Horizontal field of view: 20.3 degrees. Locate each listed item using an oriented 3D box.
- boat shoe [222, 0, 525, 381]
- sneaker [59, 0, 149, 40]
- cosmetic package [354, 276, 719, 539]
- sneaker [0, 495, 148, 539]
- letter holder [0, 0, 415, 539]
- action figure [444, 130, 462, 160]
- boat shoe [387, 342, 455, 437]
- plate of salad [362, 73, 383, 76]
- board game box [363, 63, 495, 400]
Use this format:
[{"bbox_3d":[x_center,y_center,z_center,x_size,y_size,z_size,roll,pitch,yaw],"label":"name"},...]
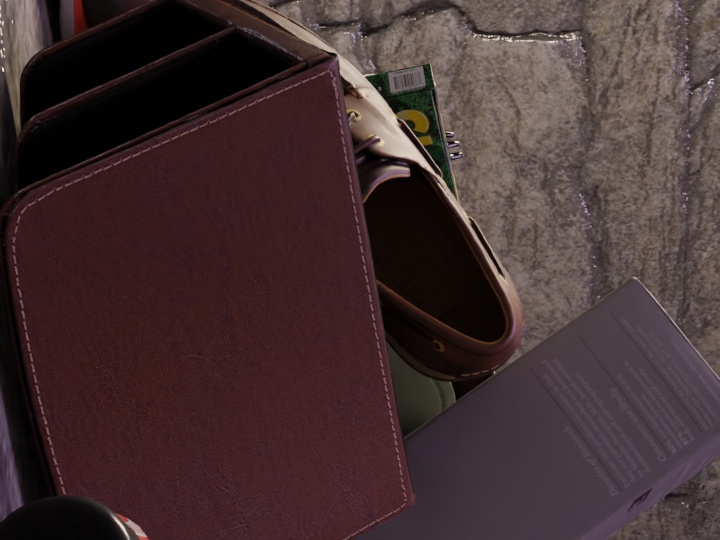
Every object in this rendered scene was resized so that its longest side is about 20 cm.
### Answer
[{"bbox_3d":[-0.004,-0.038,0.812,0.200,0.072,0.068,48,-8,-4],"label":"boat shoe"},{"bbox_3d":[-0.086,-0.102,0.886,0.077,0.081,0.201,-94,180,-50],"label":"sneaker"},{"bbox_3d":[0.060,0.100,0.883,0.090,0.200,0.107,51,-12,12],"label":"cosmetic package"},{"bbox_3d":[-0.072,0.177,0.624,0.108,0.067,0.202,60,21,-70],"label":"sneaker"},{"bbox_3d":[-0.076,0.021,0.747,0.100,0.142,0.201,31,-39,47],"label":"letter holder"},{"bbox_3d":[-0.023,0.012,1.013,0.200,0.102,0.119,-41,-135,37],"label":"action figure"},{"bbox_3d":[-0.040,0.013,0.875,0.200,0.076,0.060,38,16,-31],"label":"boat shoe"},{"bbox_3d":[-0.050,-0.038,1.142,0.048,0.200,0.200,44,-15,19],"label":"plate of salad"},{"bbox_3d":[0.000,0.000,0.921,0.024,0.104,0.201,-93,172,-49],"label":"board game box"}]
